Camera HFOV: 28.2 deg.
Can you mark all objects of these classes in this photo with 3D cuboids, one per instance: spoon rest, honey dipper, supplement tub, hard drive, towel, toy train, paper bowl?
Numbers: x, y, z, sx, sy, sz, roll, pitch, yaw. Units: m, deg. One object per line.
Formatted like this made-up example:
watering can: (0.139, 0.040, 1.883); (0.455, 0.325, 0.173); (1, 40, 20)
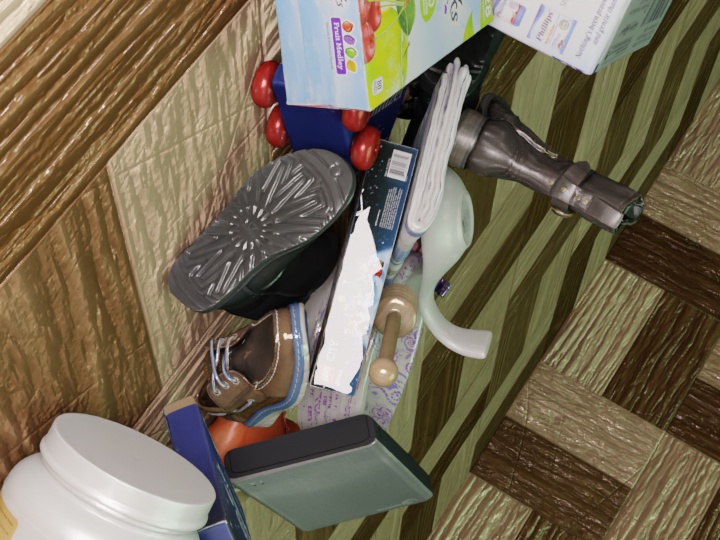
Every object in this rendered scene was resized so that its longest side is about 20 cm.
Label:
spoon rest: (0.079, -0.007, 1.340); (0.099, 0.060, 0.200); (-65, 148, -54)
honey dipper: (0.026, 0.052, 1.139); (0.200, 0.038, 0.038); (-77, -168, -76)
supplement tub: (-0.198, 0.214, 0.979); (0.200, 0.144, 0.145); (-62, 166, 6)
hard drive: (-0.025, 0.191, 1.326); (0.200, 0.139, 0.033); (52, 24, -62)
towel: (0.050, -0.072, 1.178); (0.200, 0.024, 0.147); (114, -9, -74)
toy train: (-0.015, -0.136, 1.085); (0.200, 0.084, 0.116); (75, 33, -71)
paper bowl: (-0.012, 0.066, 1.367); (0.201, 0.104, 0.201); (18, 90, -77)

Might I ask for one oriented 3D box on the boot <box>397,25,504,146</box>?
boot: (0.092, -0.202, 1.317); (0.168, 0.076, 0.200); (108, 5, -67)

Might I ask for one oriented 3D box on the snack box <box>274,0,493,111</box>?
snack box: (0.017, -0.217, 0.933); (0.200, 0.068, 0.169); (-45, 135, -51)

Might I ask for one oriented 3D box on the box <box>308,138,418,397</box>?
box: (0.000, 0.000, 1.172); (0.137, 0.038, 0.201); (141, -36, -86)

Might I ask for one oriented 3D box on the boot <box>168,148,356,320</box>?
boot: (-0.050, -0.022, 1.132); (0.165, 0.066, 0.200); (-35, 165, 10)

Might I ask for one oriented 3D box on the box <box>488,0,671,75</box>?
box: (0.139, -0.252, 1.119); (0.184, 0.200, 0.105); (-32, 149, -61)

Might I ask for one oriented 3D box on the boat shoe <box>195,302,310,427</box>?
boat shoe: (-0.091, 0.085, 1.173); (0.200, 0.072, 0.072); (121, -33, -59)

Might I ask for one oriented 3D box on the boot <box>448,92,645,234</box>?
boot: (0.167, -0.085, 1.258); (0.069, 0.174, 0.200); (-66, 172, 18)

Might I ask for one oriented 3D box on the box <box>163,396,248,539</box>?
box: (-0.110, 0.204, 1.129); (0.032, 0.200, 0.121); (-20, 122, -3)

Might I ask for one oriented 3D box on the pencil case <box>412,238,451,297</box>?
pencil case: (0.049, -0.041, 1.452); (0.094, 0.091, 0.200); (-59, 163, -20)

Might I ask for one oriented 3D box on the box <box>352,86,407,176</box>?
box: (0.008, -0.160, 1.195); (0.121, 0.032, 0.200); (-41, 155, -53)

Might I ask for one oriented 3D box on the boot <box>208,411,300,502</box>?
boot: (-0.093, 0.154, 1.377); (0.107, 0.075, 0.200); (-68, 163, 10)
